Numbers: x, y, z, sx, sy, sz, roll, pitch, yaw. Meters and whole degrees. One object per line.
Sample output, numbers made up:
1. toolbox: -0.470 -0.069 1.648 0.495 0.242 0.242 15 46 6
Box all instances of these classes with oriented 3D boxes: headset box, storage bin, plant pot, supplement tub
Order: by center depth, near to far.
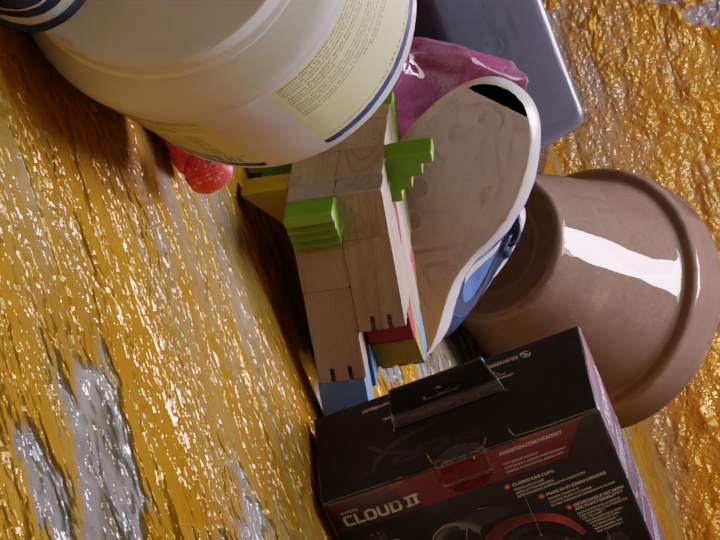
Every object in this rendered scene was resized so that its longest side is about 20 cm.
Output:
1. supplement tub: -0.062 -0.126 1.152 0.200 0.144 0.146 30 42 -77
2. headset box: 0.072 0.130 1.411 0.075 0.148 0.201 -98 165 -56
3. storage bin: 0.069 -0.159 1.844 0.134 0.145 0.201 20 -43 59
4. plant pot: 0.144 0.004 2.045 0.174 0.200 0.201 27 42 -53

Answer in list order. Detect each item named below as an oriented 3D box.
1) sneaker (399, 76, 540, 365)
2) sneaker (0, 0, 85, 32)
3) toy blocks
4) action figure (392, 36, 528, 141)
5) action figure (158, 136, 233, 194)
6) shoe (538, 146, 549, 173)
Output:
1. sneaker: 0.063 -0.049 1.634 0.201 0.080 0.147 -67 172 30
2. sneaker: -0.146 -0.181 1.009 0.109 0.070 0.201 47 27 -70
3. toy blocks: 0.000 0.000 1.483 0.200 0.099 0.137 -84 164 -70
4. action figure: 0.008 -0.130 1.706 0.200 0.134 0.149 34 -5 -34
5. action figure: -0.059 -0.116 1.318 0.065 0.098 0.201 62 15 -45
6. shoe: 0.127 -0.123 2.588 0.200 0.053 0.070 30 73 -70
